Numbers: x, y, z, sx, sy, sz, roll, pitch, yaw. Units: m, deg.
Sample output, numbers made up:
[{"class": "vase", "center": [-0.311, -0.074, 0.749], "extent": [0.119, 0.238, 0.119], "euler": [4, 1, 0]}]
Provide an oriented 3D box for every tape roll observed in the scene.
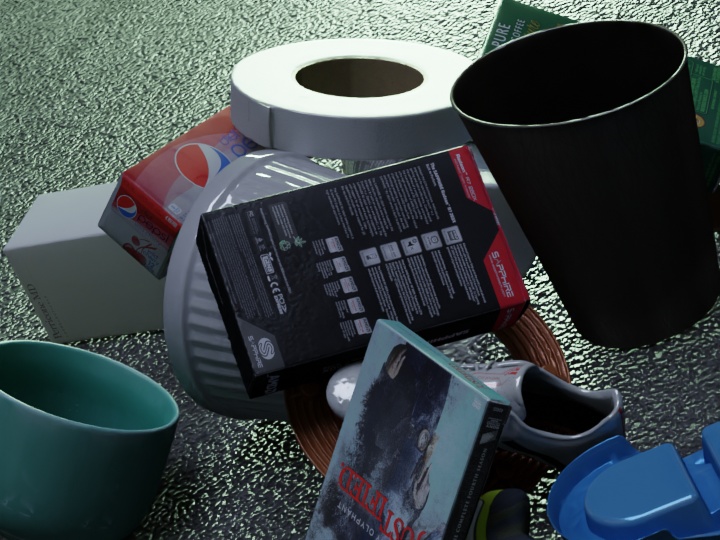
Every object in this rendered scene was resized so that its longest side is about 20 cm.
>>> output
[{"class": "tape roll", "center": [-0.002, -0.134, 1.849], "extent": [0.202, 0.037, 0.203], "euler": [1, 23, 0]}]

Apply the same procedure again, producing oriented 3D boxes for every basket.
[{"class": "basket", "center": [0.174, -0.057, 1.693], "extent": [0.180, 0.200, 0.136], "euler": [3, 38, 37]}]

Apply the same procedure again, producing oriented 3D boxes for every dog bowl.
[{"class": "dog bowl", "center": [0.217, 0.136, 1.495], "extent": [0.199, 0.050, 0.112], "euler": [-22, 29, 2]}]

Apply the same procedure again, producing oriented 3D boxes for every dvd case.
[{"class": "dvd case", "center": [0.021, 0.148, 1.501], "extent": [0.022, 0.201, 0.146], "euler": [10, 15, -32]}]

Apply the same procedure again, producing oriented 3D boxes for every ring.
[{"class": "ring", "center": [0.047, 0.078, 1.629], "extent": [0.200, 0.019, 0.201], "euler": [2, 60, -4]}]

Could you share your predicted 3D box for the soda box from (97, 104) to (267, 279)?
[{"class": "soda box", "center": [-0.113, -0.073, 1.869], "extent": [0.070, 0.063, 0.200], "euler": [39, 42, 11]}]

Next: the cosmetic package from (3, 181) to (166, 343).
[{"class": "cosmetic package", "center": [-0.179, -0.013, 1.981], "extent": [0.199, 0.108, 0.085], "euler": [-10, 33, 26]}]

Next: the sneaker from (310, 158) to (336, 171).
[{"class": "sneaker", "center": [-0.079, -0.002, 1.868], "extent": [0.200, 0.079, 0.074], "euler": [-56, 27, 3]}]

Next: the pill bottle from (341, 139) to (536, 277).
[{"class": "pill bottle", "center": [0.063, -0.059, 1.871], "extent": [0.113, 0.113, 0.200], "euler": [-26, 28, -5]}]

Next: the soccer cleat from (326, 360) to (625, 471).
[{"class": "soccer cleat", "center": [0.078, 0.086, 1.566], "extent": [0.199, 0.085, 0.069], "euler": [13, 59, 2]}]

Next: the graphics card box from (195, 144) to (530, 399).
[{"class": "graphics card box", "center": [0.000, 0.000, 1.623], "extent": [0.199, 0.126, 0.051], "euler": [-15, -19, -16]}]

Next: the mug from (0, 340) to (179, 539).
[{"class": "mug", "center": [-0.233, 0.129, 1.717], "extent": [0.184, 0.115, 0.152], "euler": [16, 16, -8]}]

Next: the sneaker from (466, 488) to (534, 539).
[{"class": "sneaker", "center": [0.106, 0.206, 1.450], "extent": [0.081, 0.074, 0.200], "euler": [-10, 37, 7]}]

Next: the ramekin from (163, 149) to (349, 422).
[{"class": "ramekin", "center": [-0.040, 0.019, 1.739], "extent": [0.105, 0.201, 0.200], "euler": [14, 45, 36]}]

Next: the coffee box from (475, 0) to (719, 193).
[{"class": "coffee box", "center": [0.184, -0.134, 1.803], "extent": [0.199, 0.044, 0.123], "euler": [18, 36, 1]}]

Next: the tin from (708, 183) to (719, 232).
[{"class": "tin", "center": [0.299, -0.094, 1.838], "extent": [0.200, 0.042, 0.112], "euler": [-34, 34, -18]}]
